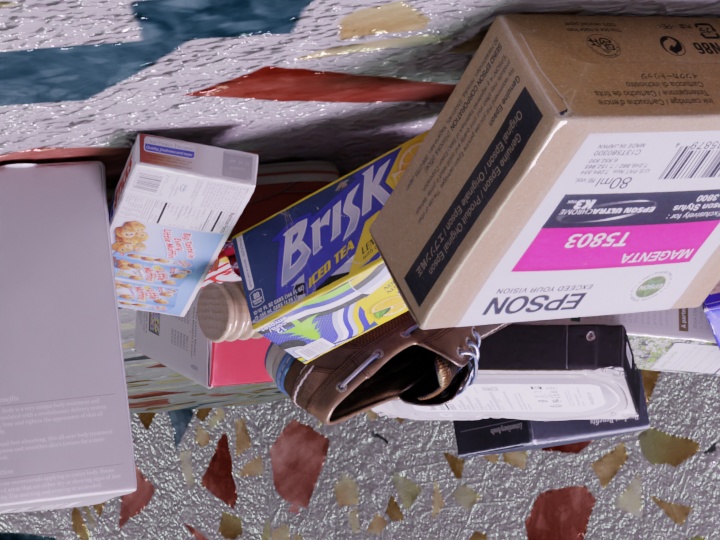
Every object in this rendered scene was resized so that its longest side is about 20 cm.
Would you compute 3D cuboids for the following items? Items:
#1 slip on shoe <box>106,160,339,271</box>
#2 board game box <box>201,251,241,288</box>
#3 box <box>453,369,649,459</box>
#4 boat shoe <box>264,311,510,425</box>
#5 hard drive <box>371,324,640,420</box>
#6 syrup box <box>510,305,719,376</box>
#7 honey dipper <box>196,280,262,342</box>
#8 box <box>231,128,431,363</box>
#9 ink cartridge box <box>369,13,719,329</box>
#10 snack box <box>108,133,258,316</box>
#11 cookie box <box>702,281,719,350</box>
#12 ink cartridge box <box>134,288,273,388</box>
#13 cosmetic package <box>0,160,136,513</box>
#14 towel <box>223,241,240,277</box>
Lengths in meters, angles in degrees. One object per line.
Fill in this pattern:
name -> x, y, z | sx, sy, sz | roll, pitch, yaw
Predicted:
slip on shoe -> -0.108, -0.029, 1.265 | 0.198, 0.062, 0.074 | -7, 174, -7
board game box -> -0.053, -0.027, 1.420 | 0.150, 0.047, 0.200 | -5, 173, -22
box -> 0.138, 0.040, 1.556 | 0.106, 0.202, 0.148 | -5, 173, -21
boat shoe -> 0.039, 0.050, 1.248 | 0.199, 0.073, 0.073 | -22, 145, -24
hard drive -> 0.095, 0.074, 1.391 | 0.198, 0.038, 0.140 | 0, 162, 12
syrup box -> 0.191, 0.022, 1.405 | 0.198, 0.082, 0.079 | 6, 159, -6
honey dipper -> -0.015, 0.022, 1.259 | 0.199, 0.038, 0.038 | -3, 172, -40
box -> 0.026, -0.024, 1.147 | 0.199, 0.070, 0.064 | -27, 146, 18
ink cartridge box -> 0.129, -0.051, 1.019 | 0.199, 0.075, 0.165 | -5, 142, -32
snack box -> -0.120, -0.023, 1.189 | 0.071, 0.024, 0.200 | 9, 154, -14
cookie box -> 0.323, 0.046, 1.262 | 0.170, 0.076, 0.201 | -14, 132, 17
ink cartridge box -> -0.057, 0.040, 1.590 | 0.199, 0.085, 0.175 | -3, -167, -32
cosmetic package -> -0.200, 0.040, 1.159 | 0.106, 0.202, 0.090 | -2, 170, -23
towel -> 0.000, 0.000, 1.291 | 0.144, 0.023, 0.200 | -17, 161, 6
